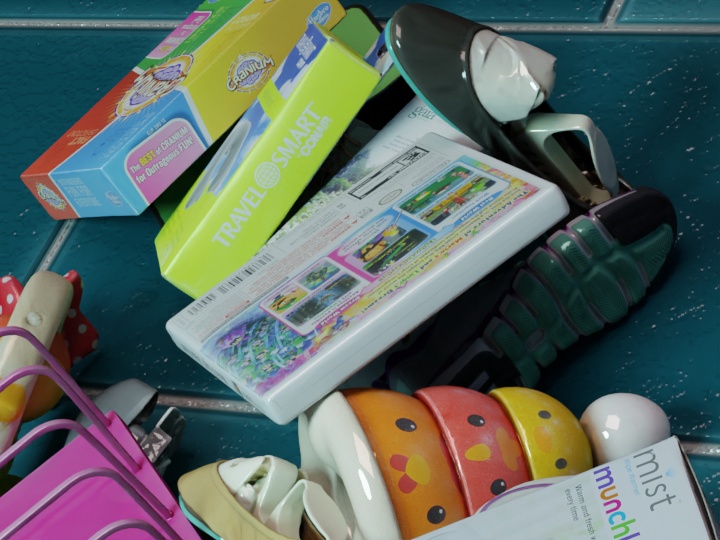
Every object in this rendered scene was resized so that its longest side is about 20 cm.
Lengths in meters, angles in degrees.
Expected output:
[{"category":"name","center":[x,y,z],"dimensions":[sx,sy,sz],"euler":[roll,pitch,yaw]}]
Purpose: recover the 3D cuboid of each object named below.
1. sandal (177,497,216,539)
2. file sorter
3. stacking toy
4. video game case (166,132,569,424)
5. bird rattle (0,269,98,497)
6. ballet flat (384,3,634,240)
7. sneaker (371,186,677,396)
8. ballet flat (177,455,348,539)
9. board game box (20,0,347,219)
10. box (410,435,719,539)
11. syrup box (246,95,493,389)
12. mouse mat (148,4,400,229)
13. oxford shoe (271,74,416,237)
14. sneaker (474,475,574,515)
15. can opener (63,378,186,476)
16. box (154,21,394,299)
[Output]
[{"category":"sandal","center":[-0.052,0.171,1.594],"dimensions":[0.045,0.075,0.200],"euler":[-65,33,21]},{"category":"file sorter","center":[-0.176,0.146,1.561],"dimensions":[0.139,0.126,0.200],"euler":[-39,43,-2]},{"category":"stacking toy","center":[0.075,0.107,1.575],"dimensions":[0.199,0.146,0.146],"euler":[-18,39,-13]},{"category":"video game case","center":[0.000,0.000,1.616],"dimensions":[0.200,0.024,0.182],"euler":[-36,23,-11]},{"category":"bird rattle","center":[-0.203,0.069,1.728],"dimensions":[0.112,0.163,0.200],"euler":[31,54,-1]},{"category":"ballet flat","center":[0.098,-0.092,1.688],"dimensions":[0.068,0.200,0.068],"euler":[-18,40,36]},{"category":"sneaker","center":[0.093,0.013,1.684],"dimensions":[0.200,0.075,0.087],"euler":[-41,38,-14]},{"category":"ballet flat","center":[-0.041,0.135,1.540],"dimensions":[0.063,0.068,0.200],"euler":[-65,29,10]},{"category":"board game box","center":[-0.118,-0.115,1.897],"dimensions":[0.200,0.040,0.153],"euler":[-46,19,-20]},{"category":"box","center":[0.112,0.203,1.379],"dimensions":[0.176,0.200,0.097],"euler":[-23,41,7]},{"category":"syrup box","center":[0.012,-0.011,1.742],"dimensions":[0.079,0.082,0.200],"euler":[24,60,42]},{"category":"mouse mat","center":[-0.057,-0.094,1.923],"dimensions":[0.200,0.008,0.161],"euler":[-29,41,-3]},{"category":"oxford shoe","center":[-0.010,-0.061,1.810],"dimensions":[0.200,0.074,0.071],"euler":[-45,48,-17]},{"category":"sneaker","center":[0.076,0.182,1.500],"dimensions":[0.200,0.100,0.075],"euler":[-36,39,-16]},{"category":"can opener","center":[-0.174,0.151,1.690],"dimensions":[0.067,0.053,0.200],"euler":[32,65,14]},{"category":"box","center":[-0.051,-0.076,1.782],"dimensions":[0.200,0.048,0.122],"euler":[-54,11,4]}]
